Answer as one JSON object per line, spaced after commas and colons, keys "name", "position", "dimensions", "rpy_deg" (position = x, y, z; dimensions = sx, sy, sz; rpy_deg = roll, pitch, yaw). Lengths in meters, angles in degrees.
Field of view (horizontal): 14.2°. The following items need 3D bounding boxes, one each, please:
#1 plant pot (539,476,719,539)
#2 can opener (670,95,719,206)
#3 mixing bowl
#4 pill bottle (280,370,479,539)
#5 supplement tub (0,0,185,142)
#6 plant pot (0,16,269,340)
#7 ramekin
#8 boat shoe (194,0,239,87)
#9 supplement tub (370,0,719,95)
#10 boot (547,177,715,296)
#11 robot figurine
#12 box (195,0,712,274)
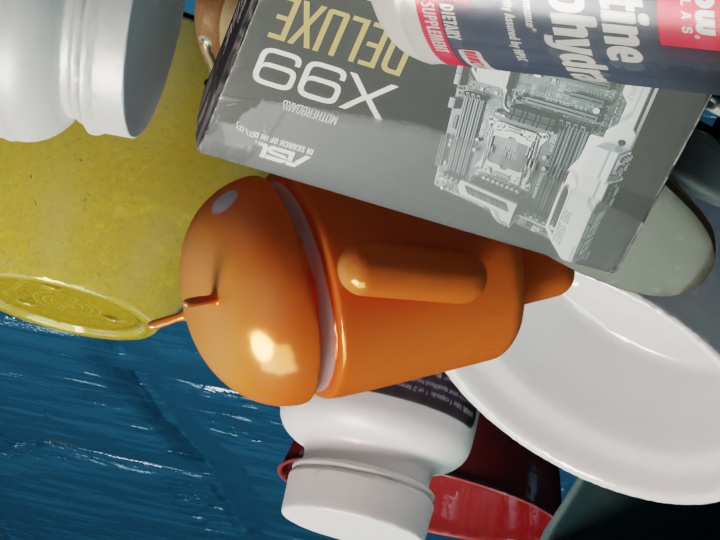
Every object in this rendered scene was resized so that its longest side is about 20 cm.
{"name": "plant pot", "position": [0.256, 0.154, 1.648], "dimensions": [0.200, 0.196, 0.196], "rpy_deg": [32, 180, -21]}
{"name": "can opener", "position": [0.128, -0.080, 1.321], "dimensions": [0.200, 0.067, 0.053], "rpy_deg": [23, -164, -30]}
{"name": "mixing bowl", "position": [0.052, 0.108, 1.971], "dimensions": [0.200, 0.108, 0.200], "rpy_deg": [13, 164, 4]}
{"name": "pill bottle", "position": [0.017, 0.050, 1.630], "dimensions": [0.111, 0.200, 0.111], "rpy_deg": [12, 164, 4]}
{"name": "supplement tub", "position": [-0.183, -0.136, 1.251], "dimensions": [0.200, 0.145, 0.145], "rpy_deg": [11, 164, 6]}
{"name": "plant pot", "position": [-0.142, -0.045, 1.535], "dimensions": [0.200, 0.142, 0.200], "rpy_deg": [13, 165, 4]}
{"name": "ramekin", "position": [0.142, 0.025, 1.534], "dimensions": [0.200, 0.098, 0.201], "rpy_deg": [25, 150, 15]}
{"name": "boat shoe", "position": [-0.036, -0.099, 1.414], "dimensions": [0.074, 0.076, 0.200], "rpy_deg": [20, 164, 13]}
{"name": "supplement tub", "position": [0.111, -0.134, 1.029], "dimensions": [0.200, 0.140, 0.140], "rpy_deg": [8, 163, 19]}
{"name": "boot", "position": [0.085, -0.064, 1.347], "dimensions": [0.200, 0.075, 0.074], "rpy_deg": [34, 122, 3]}
{"name": "robot figurine", "position": [0.000, -0.001, 1.387], "dimensions": [0.200, 0.144, 0.117], "rpy_deg": [-13, 129, -18]}
{"name": "box", "position": [0.047, -0.095, 1.233], "dimensions": [0.200, 0.050, 0.158], "rpy_deg": [17, 126, -12]}
